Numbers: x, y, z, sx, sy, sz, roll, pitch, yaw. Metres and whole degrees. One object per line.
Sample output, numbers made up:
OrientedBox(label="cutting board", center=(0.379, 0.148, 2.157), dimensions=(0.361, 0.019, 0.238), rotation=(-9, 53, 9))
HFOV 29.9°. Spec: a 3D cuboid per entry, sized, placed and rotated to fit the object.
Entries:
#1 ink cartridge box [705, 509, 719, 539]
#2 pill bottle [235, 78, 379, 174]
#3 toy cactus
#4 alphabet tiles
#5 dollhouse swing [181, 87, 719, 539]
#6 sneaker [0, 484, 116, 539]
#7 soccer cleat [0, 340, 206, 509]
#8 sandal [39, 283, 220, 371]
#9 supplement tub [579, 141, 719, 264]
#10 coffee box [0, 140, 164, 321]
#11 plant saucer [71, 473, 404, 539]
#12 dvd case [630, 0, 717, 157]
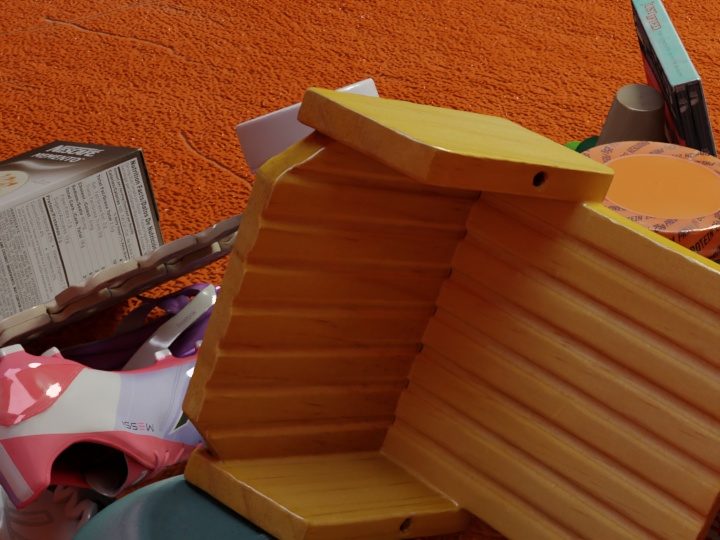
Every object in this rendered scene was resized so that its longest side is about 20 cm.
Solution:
OrientedBox(label="ink cartridge box", center=(0.248, 0.142, 0.623), dimensions=(0.083, 0.146, 0.200), rotation=(-25, 42, -37))
OrientedBox(label="pill bottle", center=(0.000, 0.000, 0.764), dimensions=(0.111, 0.201, 0.111), rotation=(-18, 8, 3))
OrientedBox(label="toy cactus", center=(0.181, -0.044, 0.893), dimensions=(0.102, 0.165, 0.200), rotation=(1, 42, -1))
OrientedBox(label="alphabet tiles", center=(-0.151, 0.013, 0.825), dimensions=(0.200, 0.015, 0.195), rotation=(-25, 0, -35))
OrientedBox(label="dollhouse swing", center=(0.053, 0.052, 0.605), dimensions=(0.181, 0.201, 0.176), rotation=(3, 26, -41))
OrientedBox(label="sneaker", center=(-0.168, 0.133, 0.705), dimensions=(0.081, 0.075, 0.200), rotation=(-40, 53, -8))
OrientedBox(label="soccer cleat", center=(-0.112, 0.081, 0.691), dimensions=(0.200, 0.067, 0.077), rotation=(7, 49, -52))
OrientedBox(label="sandal", center=(-0.128, 0.042, 0.813), dimensions=(0.202, 0.050, 0.083), rotation=(-23, 34, -7))
OrientedBox(label="supplement tub", center=(0.146, 0.041, 0.726), dimensions=(0.122, 0.201, 0.123), rotation=(1, 31, -1))
OrientedBox(label="coffee box", center=(-0.244, -0.015, 0.884), dimensions=(0.200, 0.080, 0.114), rotation=(-28, 26, -38))
OrientedBox(label="plant saucer", center=(-0.036, 0.146, 0.622), dimensions=(0.199, 0.036, 0.200), rotation=(18, 20, -7))
OrientedBox(label="dvd case", center=(0.222, -0.071, 0.908), dimensions=(0.022, 0.201, 0.146), rotation=(-14, 31, 9))
